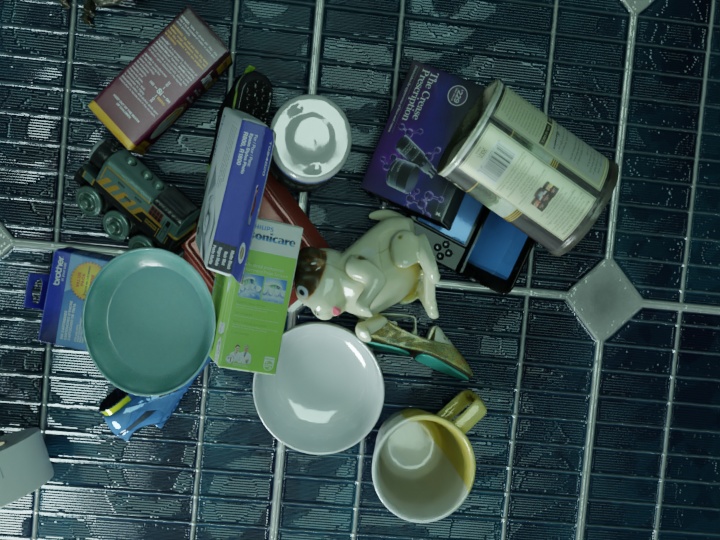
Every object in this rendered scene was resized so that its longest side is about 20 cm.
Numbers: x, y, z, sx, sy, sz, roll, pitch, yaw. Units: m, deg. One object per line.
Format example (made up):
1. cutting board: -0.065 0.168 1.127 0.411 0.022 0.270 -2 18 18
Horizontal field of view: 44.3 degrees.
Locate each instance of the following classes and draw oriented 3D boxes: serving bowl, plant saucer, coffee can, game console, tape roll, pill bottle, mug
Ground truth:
1. serving bowl: -0.060 0.168 1.324 0.195 0.066 0.205 0 104 2
2. plant saucer: -0.290 0.071 1.233 0.195 0.036 0.206 0 91 9
3. plant saucer: -0.163 -0.028 1.329 0.198 0.037 0.202 -38 94 -2
4. coffee can: 0.221 -0.137 1.180 0.198 0.146 0.148 33 90 -7
5. game console: 0.175 -0.095 1.312 0.173 0.116 0.203 26 90 -6
6. tape roll: -0.534 0.291 1.233 0.198 0.202 0.072 -18 94 -3
7. pill bottle: -0.077 -0.171 1.242 0.111 0.200 0.117 0 89 -8
8. mug: 0.100 0.269 1.307 0.182 0.153 0.153 -10 93 -4

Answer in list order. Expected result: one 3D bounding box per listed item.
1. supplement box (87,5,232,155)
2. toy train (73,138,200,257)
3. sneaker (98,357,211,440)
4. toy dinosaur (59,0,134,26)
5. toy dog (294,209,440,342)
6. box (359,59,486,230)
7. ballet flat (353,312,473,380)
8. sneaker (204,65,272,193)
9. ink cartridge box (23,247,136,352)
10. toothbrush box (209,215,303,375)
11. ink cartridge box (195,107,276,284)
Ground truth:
1. supplement box: -0.282 -0.269 1.269 0.200 0.110 0.086 -45 96 -1
2. toy train: -0.321 -0.098 1.267 0.199 0.085 0.114 42 122 2
3. sneaker: -0.290 0.178 1.321 0.198 0.066 0.079 -35 111 -3
4. toy dinosaur: -0.397 -0.427 1.281 0.198 0.077 0.103 33 78 -1
5. toy dog: 0.000 0.000 1.269 0.195 0.140 0.198 -15 67 -7
6. box: 0.105 -0.183 1.299 0.139 0.079 0.204 23 90 15
7. ballet flat: 0.087 0.107 1.344 0.196 0.071 0.072 19 91 -5
8. sneaker: -0.181 -0.199 1.302 0.071 0.082 0.204 19 95 -33
9. ink cartridge box: -0.386 0.047 1.296 0.195 0.076 0.140 11 92 -3
10. toothbrush box: -0.154 0.028 1.235 0.084 0.145 0.205 9 92 -20
11. ink cartridge box: -0.171 -0.105 1.170 0.040 0.200 0.204 11 101 -21
